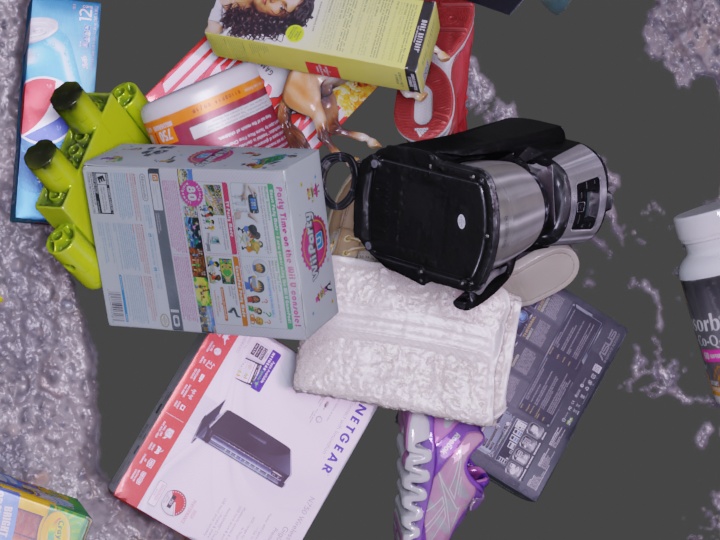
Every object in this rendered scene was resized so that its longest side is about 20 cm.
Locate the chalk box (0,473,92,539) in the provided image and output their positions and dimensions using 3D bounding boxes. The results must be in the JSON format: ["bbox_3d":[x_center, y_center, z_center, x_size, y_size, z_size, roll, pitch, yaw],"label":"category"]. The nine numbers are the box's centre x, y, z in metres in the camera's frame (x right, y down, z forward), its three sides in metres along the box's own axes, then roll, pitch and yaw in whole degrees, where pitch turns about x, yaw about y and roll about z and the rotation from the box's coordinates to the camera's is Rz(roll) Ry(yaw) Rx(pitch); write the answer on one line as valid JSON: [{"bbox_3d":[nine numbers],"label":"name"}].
[{"bbox_3d":[-0.312,0.248,1.334,0.199,0.124,0.125,21,83,-15],"label":"chalk box"}]

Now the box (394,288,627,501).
[{"bbox_3d":[0.149,0.103,1.509,0.157,0.051,0.201,31,81,-12],"label":"box"}]

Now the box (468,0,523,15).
[{"bbox_3d":[0.084,-0.371,1.445,0.199,0.104,0.183,15,64,-15],"label":"box"}]

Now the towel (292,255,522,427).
[{"bbox_3d":[0.043,0.064,1.394,0.199,0.034,0.133,9,80,5],"label":"towel"}]

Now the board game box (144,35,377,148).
[{"bbox_3d":[-0.087,-0.176,1.449,0.151,0.046,0.200,45,78,-11],"label":"board game box"}]

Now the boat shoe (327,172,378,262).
[{"bbox_3d":[0.000,0.000,1.458,0.073,0.069,0.201,11,86,-16],"label":"boat shoe"}]

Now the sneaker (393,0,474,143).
[{"bbox_3d":[0.076,-0.179,1.492,0.078,0.116,0.201,5,59,17],"label":"sneaker"}]

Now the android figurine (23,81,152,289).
[{"bbox_3d":[-0.222,-0.072,1.355,0.200,0.041,0.183,57,44,-49],"label":"android figurine"}]

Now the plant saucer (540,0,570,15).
[{"bbox_3d":[0.199,-0.346,1.459,0.027,0.200,0.201,11,86,-7],"label":"plant saucer"}]

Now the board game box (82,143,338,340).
[{"bbox_3d":[-0.126,-0.026,1.282,0.064,0.199,0.148,-37,126,-55],"label":"board game box"}]

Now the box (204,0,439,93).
[{"bbox_3d":[-0.034,-0.216,1.370,0.199,0.050,0.076,11,72,11],"label":"box"}]

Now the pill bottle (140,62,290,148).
[{"bbox_3d":[-0.108,-0.074,1.358,0.113,0.113,0.201,-25,99,-15],"label":"pill bottle"}]

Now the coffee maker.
[{"bbox_3d":[0.097,-0.075,1.354,0.192,0.135,0.200,41,32,23],"label":"coffee maker"}]

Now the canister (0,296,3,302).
[{"bbox_3d":[-0.435,0.029,1.324,0.200,0.087,0.149,-39,99,-12],"label":"canister"}]

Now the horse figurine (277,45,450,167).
[{"bbox_3d":[-0.013,-0.176,1.408,0.132,0.050,0.200,40,87,15],"label":"horse figurine"}]

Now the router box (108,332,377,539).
[{"bbox_3d":[-0.109,0.164,1.434,0.179,0.049,0.201,32,80,-13],"label":"router box"}]

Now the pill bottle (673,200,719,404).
[{"bbox_3d":[0.390,0.029,1.549,0.116,0.116,0.201,-18,93,-16],"label":"pill bottle"}]

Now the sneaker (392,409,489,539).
[{"bbox_3d":[0.077,0.219,1.446,0.088,0.081,0.201,1,110,-8],"label":"sneaker"}]

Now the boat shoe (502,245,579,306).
[{"bbox_3d":[0.108,0.013,1.462,0.199,0.063,0.073,-22,129,0],"label":"boat shoe"}]

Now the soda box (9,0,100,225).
[{"bbox_3d":[-0.277,-0.142,1.381,0.064,0.068,0.201,4,88,-16],"label":"soda box"}]
